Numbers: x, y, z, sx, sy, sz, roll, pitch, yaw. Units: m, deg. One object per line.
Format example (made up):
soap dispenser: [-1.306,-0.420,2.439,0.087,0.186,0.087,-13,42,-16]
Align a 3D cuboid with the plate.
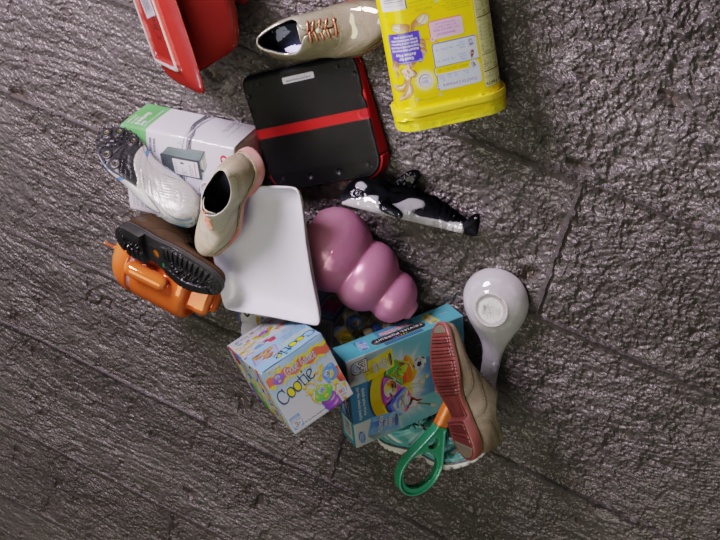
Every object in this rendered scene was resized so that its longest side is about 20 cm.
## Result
plate: [-0.138,-0.030,1.450,0.197,0.032,0.203,7,115,38]

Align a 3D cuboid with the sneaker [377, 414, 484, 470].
sneaker: [0.108,0.257,1.595,0.196,0.078,0.081,6,132,23]

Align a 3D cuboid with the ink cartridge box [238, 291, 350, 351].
ink cartridge box: [-0.119,0.094,1.619,0.197,0.076,0.139,14,123,17]

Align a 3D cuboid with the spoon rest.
spoon rest: [0.191,0.092,1.483,0.098,0.061,0.204,13,110,18]

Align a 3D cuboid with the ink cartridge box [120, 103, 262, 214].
ink cartridge box: [-0.253,-0.155,1.531,0.197,0.084,0.148,13,124,19]

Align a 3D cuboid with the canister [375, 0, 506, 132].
canister: [0.096,-0.290,1.252,0.146,0.087,0.203,-12,113,0]

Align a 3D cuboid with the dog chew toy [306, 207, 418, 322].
dog chew toy: [0.000,0.000,1.476,0.199,0.125,0.125,37,128,-3]

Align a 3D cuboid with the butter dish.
butter dish: [-0.219,-0.361,1.363,0.200,0.146,0.202,35,146,61]

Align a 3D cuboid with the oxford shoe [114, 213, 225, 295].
oxford shoe: [-0.269,-0.034,1.512,0.198,0.084,0.073,32,140,21]

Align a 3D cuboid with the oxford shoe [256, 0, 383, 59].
oxford shoe: [-0.045,-0.310,1.325,0.197,0.074,0.072,-9,99,29]

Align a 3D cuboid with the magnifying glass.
magnifying glass: [0.113,0.253,1.533,0.022,0.079,0.203,38,109,51]

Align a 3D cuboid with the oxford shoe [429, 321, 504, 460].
oxford shoe: [0.154,0.166,1.460,0.070,0.074,0.204,-3,103,64]

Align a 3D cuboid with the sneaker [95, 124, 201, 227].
sneaker: [-0.313,-0.134,1.481,0.199,0.072,0.073,42,159,8]

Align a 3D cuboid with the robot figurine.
robot figurine: [-0.309,-0.001,1.607,0.197,0.145,0.118,26,140,10]

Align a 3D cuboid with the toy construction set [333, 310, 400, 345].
toy construction set: [0.026,0.145,1.550,0.092,0.129,0.203,51,154,45]

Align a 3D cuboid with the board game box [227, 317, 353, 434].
board game box: [-0.105,0.142,1.463,0.104,0.104,0.200,62,166,-16]

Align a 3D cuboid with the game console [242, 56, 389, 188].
game console: [-0.063,-0.208,1.445,0.197,0.031,0.180,-6,109,29]

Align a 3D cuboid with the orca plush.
orca plush: [0.074,-0.105,1.407,0.197,0.105,0.072,15,95,20]

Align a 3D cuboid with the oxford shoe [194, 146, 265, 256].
oxford shoe: [-0.201,-0.088,1.403,0.071,0.073,0.201,43,132,16]

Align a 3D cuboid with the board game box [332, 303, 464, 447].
board game box: [0.063,0.155,1.496,0.047,0.197,0.153,39,143,53]
